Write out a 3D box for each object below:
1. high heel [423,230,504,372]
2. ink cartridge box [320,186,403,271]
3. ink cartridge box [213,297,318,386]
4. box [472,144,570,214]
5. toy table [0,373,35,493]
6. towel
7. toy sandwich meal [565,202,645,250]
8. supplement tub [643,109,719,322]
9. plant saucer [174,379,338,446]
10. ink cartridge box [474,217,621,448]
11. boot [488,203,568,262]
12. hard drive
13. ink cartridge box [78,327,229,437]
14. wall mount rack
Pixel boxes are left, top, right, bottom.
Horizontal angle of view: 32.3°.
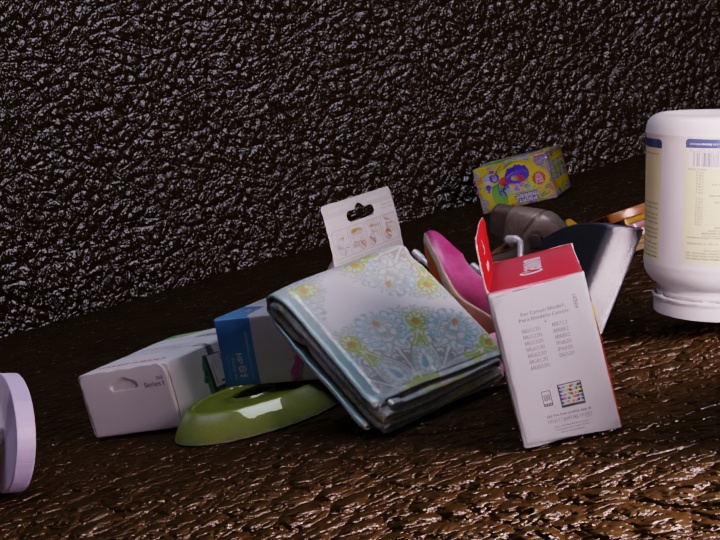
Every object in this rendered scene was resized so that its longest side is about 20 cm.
[{"bbox_3d":[0.142,0.021,1.336,0.096,0.067,0.200,-22,50,-11],"label":"high heel"},{"bbox_3d":[0.000,0.000,1.677,0.050,0.200,0.162,-10,7,38],"label":"ink cartridge box"},{"bbox_3d":[-0.042,0.071,1.412,0.200,0.085,0.145,-8,6,23],"label":"ink cartridge box"},{"bbox_3d":[0.422,-0.238,3.239,0.200,0.122,0.193,-12,7,22],"label":"box"},{"bbox_3d":[-0.423,0.172,1.319,0.117,0.184,0.200,0,-13,-25],"label":"toy table"},{"bbox_3d":[0.026,0.065,1.247,0.171,0.048,0.200,-19,51,-32],"label":"towel"},{"bbox_3d":[0.410,-0.071,1.960,0.205,0.070,0.205,-14,6,2],"label":"toy sandwich meal"},{"bbox_3d":[0.358,-0.058,1.247,0.145,0.200,0.145,-1,11,0],"label":"supplement tub"},{"bbox_3d":[-0.116,0.149,1.399,0.200,0.031,0.200,-15,7,2],"label":"plant saucer"},{"bbox_3d":[0.159,0.037,1.074,0.084,0.176,0.200,-14,7,8],"label":"ink cartridge box"},{"bbox_3d":[0.237,-0.001,1.639,0.146,0.200,0.070,31,61,33],"label":"boot"},{"bbox_3d":[0.231,0.010,1.362,0.042,0.135,0.200,25,-8,-11],"label":"hard drive"},{"bbox_3d":[-0.228,0.134,1.549,0.146,0.084,0.200,-11,7,32],"label":"ink cartridge box"},{"bbox_3d":[0.167,0.005,1.542,0.174,0.075,0.200,-12,-17,43],"label":"wall mount rack"}]
